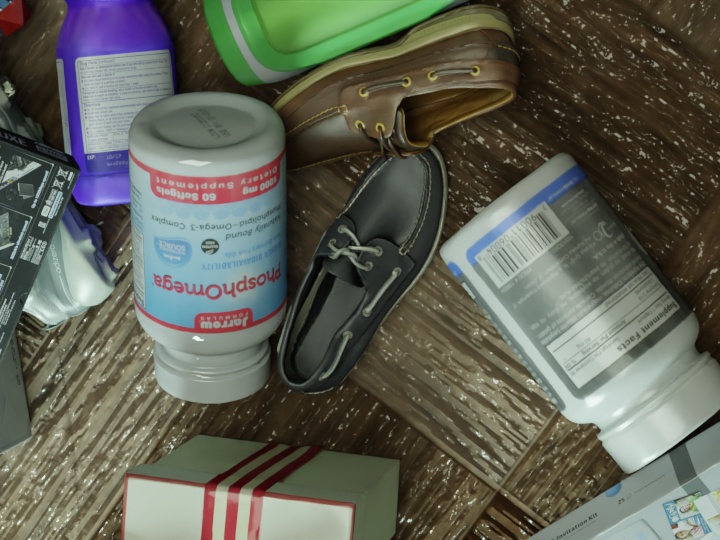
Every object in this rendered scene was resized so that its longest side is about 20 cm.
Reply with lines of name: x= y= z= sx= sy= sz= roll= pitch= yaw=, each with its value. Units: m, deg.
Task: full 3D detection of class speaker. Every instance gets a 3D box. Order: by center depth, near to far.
speaker: x=-0.004 y=-0.197 z=1.573 sx=0.200 sy=0.088 sz=0.089 roll=-22 pitch=91 yaw=14

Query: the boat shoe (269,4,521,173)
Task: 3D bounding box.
boat shoe: x=0.019 y=-0.112 z=1.570 sx=0.200 sy=0.072 sz=0.068 roll=-24 pitch=59 yaw=18

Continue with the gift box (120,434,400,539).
gift box: x=-0.065 y=0.229 z=1.584 sx=0.184 sy=0.187 sz=0.201 roll=1 pitch=96 yaw=13

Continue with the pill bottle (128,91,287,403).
pill bottle: x=-0.104 y=-0.014 z=1.583 sx=0.108 sy=0.109 sz=0.201 roll=7 pitch=120 yaw=12

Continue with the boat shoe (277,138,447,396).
boat shoe: x=0.000 y=0.000 z=1.605 sx=0.073 sy=0.063 sz=0.200 roll=30 pitch=101 yaw=11

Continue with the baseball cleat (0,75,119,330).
baseball cleat: x=-0.259 y=-0.052 z=1.653 sx=0.106 sy=0.070 sz=0.200 roll=-30 pitch=89 yaw=7

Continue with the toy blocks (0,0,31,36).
toy blocks: x=-0.314 y=-0.162 z=1.612 sx=0.200 sy=0.100 sz=0.137 roll=-43 pitch=61 yaw=-11

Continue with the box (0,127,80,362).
box: x=-0.302 y=-0.011 z=1.568 sx=0.157 sy=0.050 sz=0.200 roll=20 pitch=99 yaw=-20

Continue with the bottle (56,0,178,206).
bottle: x=-0.173 y=-0.147 z=1.621 sx=0.083 sy=0.065 sz=0.201 roll=-8 pitch=96 yaw=-20

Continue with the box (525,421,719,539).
box: x=0.220 y=0.201 z=1.553 sx=0.200 sy=0.041 sz=0.156 roll=-34 pitch=119 yaw=14

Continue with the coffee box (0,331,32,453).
coffee box: x=-0.355 y=0.087 z=1.689 sx=0.199 sy=0.080 sz=0.113 roll=-9 pitch=95 yaw=14

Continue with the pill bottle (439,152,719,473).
pill bottle: x=0.156 y=0.031 z=1.547 sx=0.114 sy=0.114 sz=0.200 roll=-38 pitch=87 yaw=14
